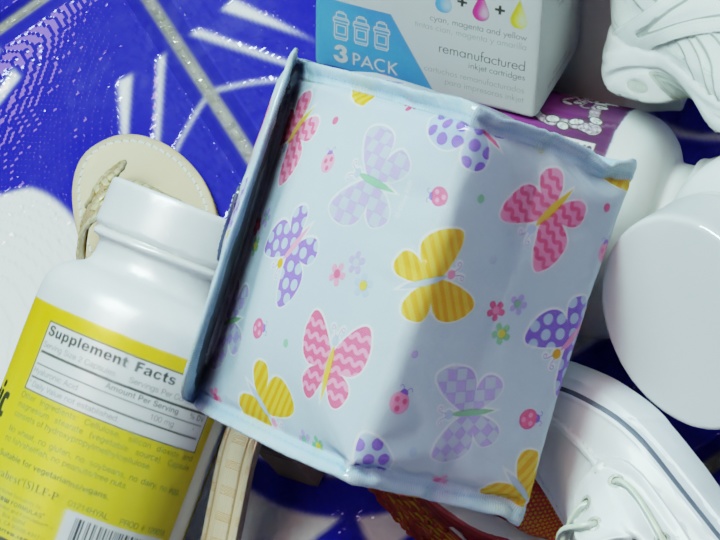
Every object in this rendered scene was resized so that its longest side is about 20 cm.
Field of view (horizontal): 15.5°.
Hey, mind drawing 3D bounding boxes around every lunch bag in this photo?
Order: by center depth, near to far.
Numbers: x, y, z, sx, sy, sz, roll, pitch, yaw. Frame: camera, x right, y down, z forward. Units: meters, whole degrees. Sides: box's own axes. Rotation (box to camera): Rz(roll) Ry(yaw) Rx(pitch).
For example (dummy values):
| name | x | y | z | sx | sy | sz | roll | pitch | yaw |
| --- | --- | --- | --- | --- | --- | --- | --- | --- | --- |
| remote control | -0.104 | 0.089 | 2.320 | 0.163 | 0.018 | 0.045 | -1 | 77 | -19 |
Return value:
| name | x | y | z | sx | sy | sz | roll | pitch | yaw |
| --- | --- | --- | --- | --- | --- | --- | --- | --- | --- |
| lunch bag | 0.000 | 0.000 | 1.159 | 0.200 | 0.127 | 0.170 | 24 | 96 | 55 |

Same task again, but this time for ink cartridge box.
| name | x | y | z | sx | sy | sz | roll | pitch | yaw |
| --- | --- | --- | --- | --- | --- | --- | --- | --- | --- |
| ink cartridge box | 0.043 | -0.182 | 1.210 | 0.115 | 0.201 | 0.068 | 14 | 38 | 17 |

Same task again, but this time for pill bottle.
| name | x | y | z | sx | sy | sz | roll | pitch | yaw |
| --- | --- | --- | --- | --- | --- | --- | --- | --- | --- |
| pill bottle | 0.204 | -0.010 | 1.160 | 0.114 | 0.115 | 0.200 | 31 | 40 | 34 |
| pill bottle | 0.087 | -0.031 | 1.272 | 0.199 | 0.112 | 0.113 | 14 | 68 | 16 |
| pill bottle | -0.118 | 0.062 | 1.287 | 0.111 | 0.111 | 0.201 | 21 | 89 | 32 |

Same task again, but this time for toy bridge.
| name | x | y | z | sx | sy | sz | roll | pitch | yaw |
| --- | --- | --- | --- | --- | --- | --- | --- | --- | --- |
| toy bridge | -0.040 | 0.083 | 1.298 | 0.027 | 0.067 | 0.201 | 15 | 68 | 30 |

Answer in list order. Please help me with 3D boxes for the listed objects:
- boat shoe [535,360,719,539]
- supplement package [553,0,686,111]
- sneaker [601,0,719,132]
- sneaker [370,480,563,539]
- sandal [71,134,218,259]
| name | x | y | z | sx | sy | sz | roll | pitch | yaw |
| --- | --- | --- | --- | --- | --- | --- | --- | --- | --- |
| boat shoe | 0.116 | 0.111 | 1.115 | 0.067 | 0.074 | 0.200 | -27 | 48 | -27 |
| supplement package | 0.086 | -0.190 | 1.303 | 0.155 | 0.201 | 0.111 | 2 | 35 | 25 |
| sneaker | 0.165 | -0.117 | 1.156 | 0.078 | 0.100 | 0.200 | -21 | 21 | -27 |
| sneaker | 0.069 | 0.101 | 1.239 | 0.199 | 0.073 | 0.077 | 29 | 63 | 26 |
| sandal | -0.113 | -0.009 | 1.381 | 0.077 | 0.070 | 0.212 | -27 | 55 | 7 |
